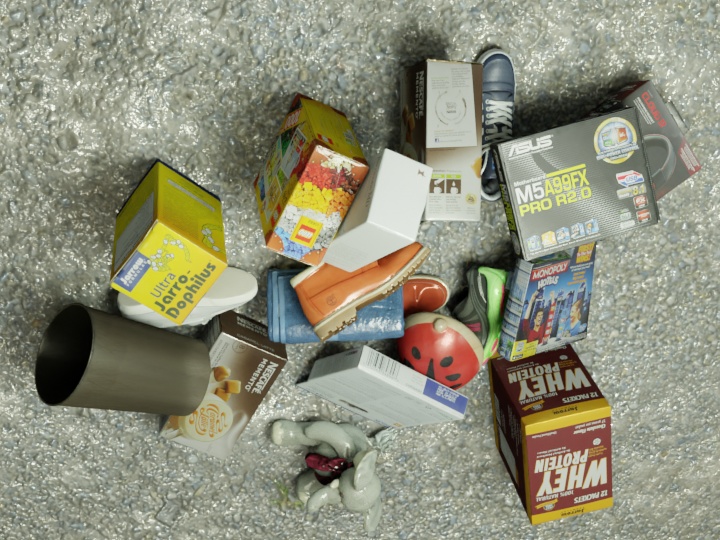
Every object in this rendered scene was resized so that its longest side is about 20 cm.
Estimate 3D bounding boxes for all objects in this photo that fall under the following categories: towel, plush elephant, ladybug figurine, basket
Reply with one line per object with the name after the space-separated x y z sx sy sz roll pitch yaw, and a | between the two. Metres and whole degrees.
-0.035 0.048 1.500 0.198 0.113 0.049 -2 157 -2 | towel
-0.029 0.322 1.621 0.198 0.155 0.166 -11 120 1 | plush elephant
0.113 0.127 1.551 0.135 0.072 0.200 14 154 14 | ladybug figurine
-0.319 0.132 1.441 0.199 0.137 0.180 15 158 -36 | basket

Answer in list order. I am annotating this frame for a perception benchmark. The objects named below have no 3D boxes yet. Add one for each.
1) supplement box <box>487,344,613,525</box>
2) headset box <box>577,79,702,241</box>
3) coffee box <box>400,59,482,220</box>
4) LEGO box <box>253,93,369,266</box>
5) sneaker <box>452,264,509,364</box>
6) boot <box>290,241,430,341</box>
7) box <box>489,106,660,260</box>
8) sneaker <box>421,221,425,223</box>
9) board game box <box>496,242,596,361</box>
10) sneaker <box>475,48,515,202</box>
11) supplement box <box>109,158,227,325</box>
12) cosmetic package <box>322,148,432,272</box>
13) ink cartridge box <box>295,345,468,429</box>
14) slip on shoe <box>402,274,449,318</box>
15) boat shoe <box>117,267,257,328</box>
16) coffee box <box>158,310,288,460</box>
0.294 0.246 1.625 0.132 0.200 0.199 -12 120 -5 | supplement box
0.366 -0.160 1.458 0.199 0.075 0.149 -35 101 -4 | headset box
0.103 -0.166 1.366 0.079 0.114 0.202 0 94 -17 | coffee box
-0.069 -0.122 1.359 0.077 0.200 0.150 21 111 -20 | LEGO box
0.183 0.068 1.592 0.077 0.083 0.201 -37 145 -40 | sneaker
0.000 0.000 1.447 0.199 0.075 0.108 -32 80 -10 | boot
0.286 -0.116 1.389 0.198 0.044 0.162 -15 100 -7 | box
0.019 -0.075 1.467 0.199 0.085 0.078 -26 119 4 | sneaker
0.279 0.016 1.539 0.199 0.061 0.201 -9 115 -45 | board game box
0.184 -0.192 1.422 0.069 0.109 0.201 1 117 -12 | sneaker
-0.251 -0.041 1.367 0.109 0.200 0.109 33 108 -24 | supplement box
0.008 -0.072 1.331 0.071 0.200 0.102 21 71 -19 | cosmetic package
0.030 0.182 1.586 0.195 0.200 0.044 28 66 -23 | ink cartridge box
0.040 0.060 1.557 0.198 0.061 0.075 -14 118 -5 | slip on shoe
-0.244 0.048 1.495 0.198 0.072 0.069 -12 134 -7 | boat shoe
-0.206 0.169 1.556 0.114 0.080 0.201 26 111 -22 | coffee box
